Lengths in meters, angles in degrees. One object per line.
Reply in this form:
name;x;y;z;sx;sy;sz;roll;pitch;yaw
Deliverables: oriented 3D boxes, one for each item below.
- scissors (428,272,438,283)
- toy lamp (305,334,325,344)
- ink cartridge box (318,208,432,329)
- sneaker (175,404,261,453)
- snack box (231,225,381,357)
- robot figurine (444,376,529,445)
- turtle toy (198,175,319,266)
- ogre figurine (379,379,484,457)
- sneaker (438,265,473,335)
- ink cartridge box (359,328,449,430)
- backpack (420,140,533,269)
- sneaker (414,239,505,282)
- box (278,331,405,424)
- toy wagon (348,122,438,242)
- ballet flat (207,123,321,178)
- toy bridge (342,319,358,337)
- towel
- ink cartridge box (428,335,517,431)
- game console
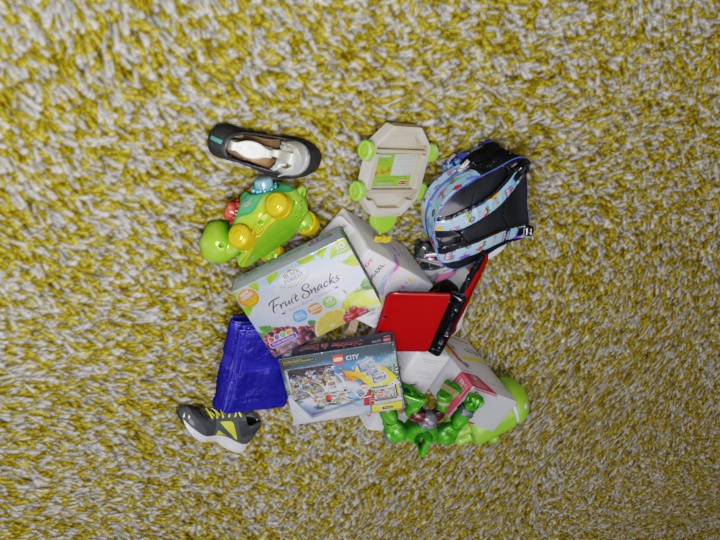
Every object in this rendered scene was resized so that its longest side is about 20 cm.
scissors;0.113;0.033;1.600;0.014;0.073;0.200;-62;164;-16
toy lamp;-0.080;0.124;1.608;0.058;0.058;0.200;18;123;-38
ink cartridge box;0.000;0.000;1.508;0.200;0.125;0.129;28;110;-42
sneaker;-0.266;0.279;1.643;0.085;0.075;0.200;-47;142;5
snack box;-0.086;0.035;1.392;0.199;0.053;0.143;-26;116;7
robot figurine;0.287;0.310;1.930;0.199;0.116;0.176;-25;144;-10
turtle toy;-0.167;-0.073;1.371;0.200;0.101;0.146;-38;158;8
ogre figurine;0.115;0.268;1.590;0.199;0.098;0.120;-5;122;-30
sneaker;0.189;0.056;1.691;0.085;0.073;0.200;-44;162;-30
ink cartridge box;0.063;0.189;1.677;0.083;0.145;0.201;12;121;-36
backpack;0.185;-0.107;1.491;0.199;0.134;0.183;-30;133;-19
sneaker;0.187;-0.054;1.604;0.199;0.080;0.087;-28;115;-18
box;-0.030;0.186;1.495;0.199;0.038;0.137;-9;115;3
toy wagon;0.048;-0.144;1.441;0.155;0.040;0.201;-4;117;-40
ballet flat;-0.137;-0.174;1.322;0.199;0.068;0.068;5;104;-33
toy bridge;-0.093;0.046;1.516;0.199;0.067;0.027;25;143;-11
towel;-0.174;0.168;1.522;0.147;0.050;0.201;1;124;-26
ink cartridge box;0.198;0.213;1.743;0.145;0.200;0.084;22;111;-39
game console;0.119;0.054;1.499;0.173;0.118;0.200;-57;170;-32
